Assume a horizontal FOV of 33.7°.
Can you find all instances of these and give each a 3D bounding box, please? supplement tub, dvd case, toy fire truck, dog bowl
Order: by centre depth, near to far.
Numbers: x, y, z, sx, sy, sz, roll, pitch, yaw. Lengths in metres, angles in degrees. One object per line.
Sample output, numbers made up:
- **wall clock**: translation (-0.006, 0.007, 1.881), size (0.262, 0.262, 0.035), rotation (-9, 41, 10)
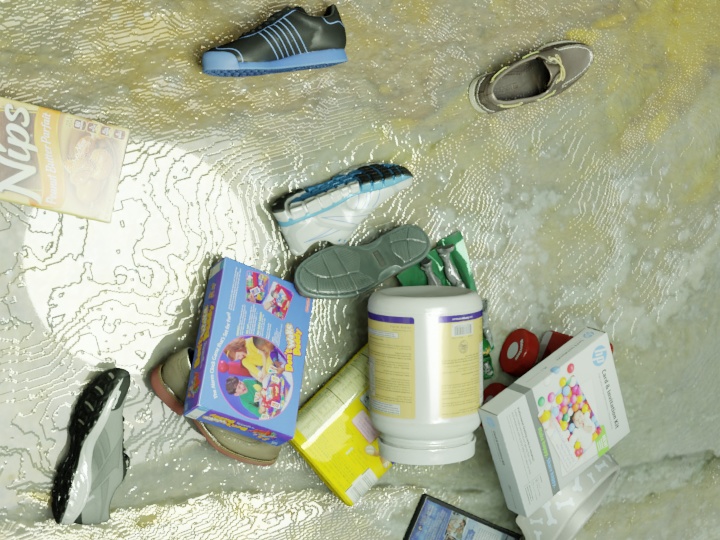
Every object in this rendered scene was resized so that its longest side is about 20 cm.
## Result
- **supplement tub**: translation (0.081, 0.126, 1.471), size (0.143, 0.145, 0.203), rotation (-3, 96, -22)
- **toy fire truck**: translation (0.257, 0.177, 1.628), size (0.111, 0.168, 0.202), rotation (27, 85, -21)
- **dog bowl**: translation (0.283, 0.322, 1.642), size (0.059, 0.201, 0.200), rotation (39, 76, 22)
- **dvd case**: translation (0.142, 0.417, 1.684), size (0.198, 0.018, 0.144), rotation (27, 84, -21)

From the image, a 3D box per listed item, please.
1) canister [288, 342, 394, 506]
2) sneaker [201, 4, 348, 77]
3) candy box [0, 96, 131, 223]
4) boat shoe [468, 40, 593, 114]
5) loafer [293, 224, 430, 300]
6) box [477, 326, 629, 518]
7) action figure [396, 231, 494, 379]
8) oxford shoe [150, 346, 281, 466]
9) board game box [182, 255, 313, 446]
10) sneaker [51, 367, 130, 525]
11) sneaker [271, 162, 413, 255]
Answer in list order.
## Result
- **canister**: translation (0.010, 0.192, 1.574), size (0.200, 0.086, 0.149), rotation (-43, 107, -12)
- **sneaker**: translation (-0.110, -0.290, 1.496), size (0.197, 0.070, 0.079), rotation (-11, 94, -27)
- **candy box**: translation (-0.382, -0.133, 1.400), size (0.197, 0.055, 0.117), rotation (12, 90, -23)
- **boat shoe**: translation (0.246, -0.269, 1.643), size (0.198, 0.059, 0.073), rotation (-22, 102, -19)
- **loafer**: translation (0.000, 0.000, 1.556), size (0.198, 0.063, 0.073), rotation (-19, 74, -24)
- **box**: translation (0.247, 0.189, 1.495), size (0.199, 0.041, 0.158), rotation (-32, 117, -28)
- **action figure**: translation (0.139, 0.063, 1.635), size (0.117, 0.055, 0.202), rotation (-33, 110, -19)
- **oxford shoe**: translation (-0.168, 0.173, 1.493), size (0.199, 0.071, 0.075), rotation (39, 120, -21)
- **board game box**: translation (-0.136, 0.100, 1.476), size (0.133, 0.045, 0.203), rotation (23, 58, -25)
- **sneaker**: translation (-0.316, 0.216, 1.457), size (0.079, 0.074, 0.203), rotation (15, 95, -32)
- **sneaker**: translation (-0.018, -0.079, 1.555), size (0.198, 0.075, 0.088), rotation (-21, 116, -16)
